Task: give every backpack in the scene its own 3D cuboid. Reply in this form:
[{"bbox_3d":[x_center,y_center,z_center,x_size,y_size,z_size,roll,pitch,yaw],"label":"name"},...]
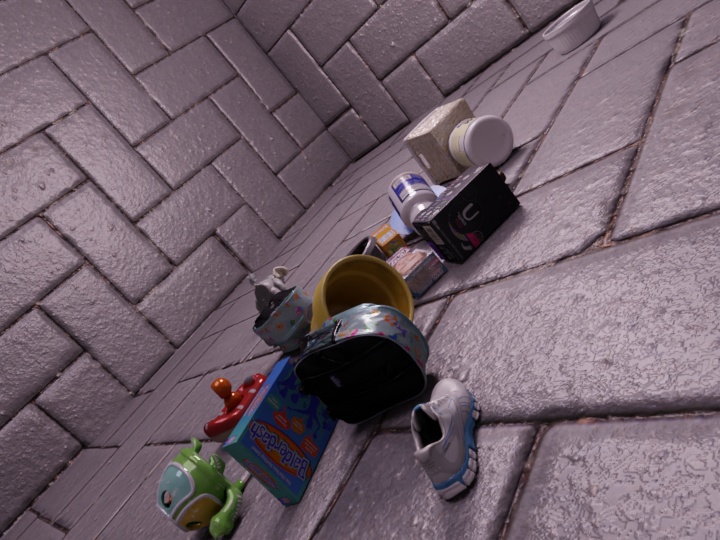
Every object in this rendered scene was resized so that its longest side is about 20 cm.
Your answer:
[{"bbox_3d":[0.015,0.147,0.919,0.199,0.178,0.151,-27,25,33],"label":"backpack"},{"bbox_3d":[-0.201,0.135,1.546,0.176,0.153,0.200,-48,1,-22],"label":"backpack"}]

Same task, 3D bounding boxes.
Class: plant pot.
[{"bbox_3d":[-0.015,0.096,1.147,0.201,0.200,0.189,-51,1,-32],"label":"plant pot"}]

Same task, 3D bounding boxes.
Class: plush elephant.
[{"bbox_3d":[-0.324,0.075,2.070,0.165,0.200,0.155,-41,-6,30],"label":"plush elephant"}]

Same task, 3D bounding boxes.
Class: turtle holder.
[{"bbox_3d":[-0.297,0.426,1.044,0.132,0.185,0.141,-48,-16,-27],"label":"turtle holder"}]

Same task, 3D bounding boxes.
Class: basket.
[{"bbox_3d":[0.292,-0.426,1.828,0.200,0.199,0.161,-46,19,-21],"label":"basket"}]

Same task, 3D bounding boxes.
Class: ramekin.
[{"bbox_3d":[0.803,-0.912,2.083,0.200,0.105,0.200,-39,15,12],"label":"ramekin"}]

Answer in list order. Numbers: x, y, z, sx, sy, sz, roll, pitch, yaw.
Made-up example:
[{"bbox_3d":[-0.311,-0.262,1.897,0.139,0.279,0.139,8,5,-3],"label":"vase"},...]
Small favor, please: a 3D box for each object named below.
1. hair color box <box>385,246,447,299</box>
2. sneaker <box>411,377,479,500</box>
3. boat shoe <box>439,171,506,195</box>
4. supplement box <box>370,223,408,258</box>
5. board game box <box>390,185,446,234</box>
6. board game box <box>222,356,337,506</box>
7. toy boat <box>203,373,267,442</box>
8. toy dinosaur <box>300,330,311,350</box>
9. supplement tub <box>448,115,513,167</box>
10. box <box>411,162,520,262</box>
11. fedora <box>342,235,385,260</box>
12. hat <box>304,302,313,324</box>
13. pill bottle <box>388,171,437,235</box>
[{"bbox_3d":[0.116,0.001,1.307,0.100,0.061,0.200,-44,15,-8],"label":"hair color box"},{"bbox_3d":[0.105,0.193,0.726,0.075,0.087,0.200,-38,14,20],"label":"sneaker"},{"bbox_3d":[0.285,-0.210,1.449,0.200,0.074,0.076,-27,20,45],"label":"boat shoe"},{"bbox_3d":[0.085,-0.081,1.616,0.069,0.067,0.200,-37,15,3],"label":"supplement box"},{"bbox_3d":[0.185,-0.168,1.645,0.199,0.039,0.158,-31,37,11],"label":"board game box"},{"bbox_3d":[-0.128,0.275,0.963,0.045,0.152,0.200,-29,19,37],"label":"board game box"},{"bbox_3d":[-0.319,0.321,1.366,0.130,0.131,0.200,-29,19,42],"label":"toy boat"},{"bbox_3d":[-0.096,0.138,1.466,0.200,0.058,0.101,-45,14,-12],"label":"toy dinosaur"},{"bbox_3d":[0.349,-0.377,1.629,0.145,0.145,0.200,-41,15,1],"label":"supplement tub"},{"bbox_3d":[0.237,-0.130,1.246,0.200,0.122,0.106,-44,14,-9],"label":"box"},{"bbox_3d":[0.000,0.000,1.536,0.200,0.090,0.177,-48,15,16],"label":"fedora"},{"bbox_3d":[-0.039,0.094,1.382,0.200,0.081,0.201,-27,23,12],"label":"hat"},{"bbox_3d":[0.159,-0.183,1.546,0.119,0.120,0.200,-38,36,12],"label":"pill bottle"}]
